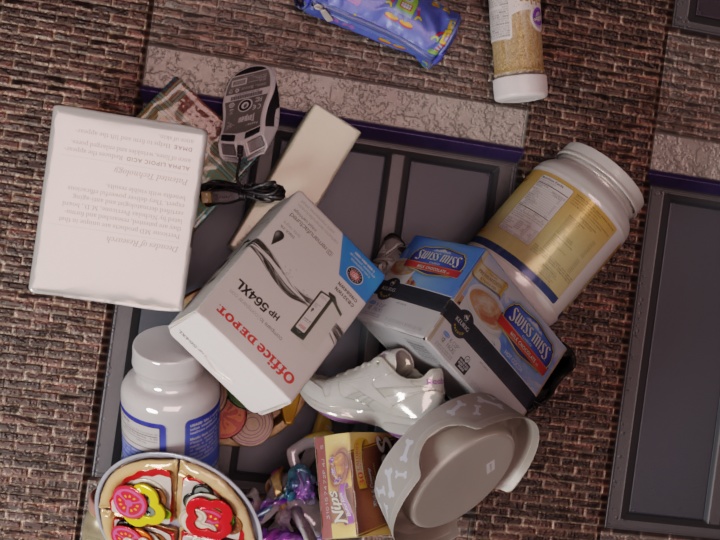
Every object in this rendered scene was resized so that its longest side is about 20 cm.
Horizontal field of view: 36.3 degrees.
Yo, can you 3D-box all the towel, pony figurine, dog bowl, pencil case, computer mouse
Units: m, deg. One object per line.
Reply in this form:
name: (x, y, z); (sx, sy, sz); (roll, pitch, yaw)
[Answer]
towel: (-0.238, -0.115, 1.327); (0.147, 0.022, 0.200); (43, 83, -9)
pony figurine: (-0.065, 0.294, 1.314); (0.200, 0.166, 0.193); (-37, 98, -30)
dog bowl: (0.102, 0.218, 1.212); (0.200, 0.200, 0.059); (-37, 55, -8)
pencil case: (0.022, -0.316, 1.342); (0.200, 0.078, 0.087); (23, 57, -10)
computer mouse: (-0.129, -0.157, 1.302); (0.109, 0.044, 0.200); (-8, 57, 24)

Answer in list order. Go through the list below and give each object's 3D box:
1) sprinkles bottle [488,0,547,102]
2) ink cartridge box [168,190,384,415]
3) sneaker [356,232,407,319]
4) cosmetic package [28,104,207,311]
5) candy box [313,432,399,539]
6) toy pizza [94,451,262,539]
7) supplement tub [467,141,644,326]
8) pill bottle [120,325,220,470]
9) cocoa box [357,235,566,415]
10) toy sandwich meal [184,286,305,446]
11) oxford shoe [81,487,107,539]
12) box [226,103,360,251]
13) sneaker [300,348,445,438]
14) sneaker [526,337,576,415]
sprinkles bottle: (0.195, -0.314, 1.381); (0.068, 0.068, 0.200); (-5, 91, -10)
ink cartridge box: (-0.089, 0.036, 1.210); (0.146, 0.084, 0.200); (45, 57, -13)
sneaker: (0.000, 0.000, 1.354); (0.200, 0.075, 0.116); (21, 82, -20)
cosmetic package: (-0.270, -0.065, 1.227); (0.165, 0.165, 0.200); (8, 90, -12)
candy box: (0.031, 0.252, 1.294); (0.200, 0.056, 0.117); (11, 70, -51)
toy pizza: (-0.208, 0.290, 1.231); (0.200, 0.032, 0.200); (6, 119, 11)
supplement tub: (0.239, -0.045, 1.355); (0.144, 0.144, 0.200); (43, 83, -8)
pill bottle: (-0.216, 0.168, 1.254); (0.112, 0.112, 0.200); (0, 117, -11)
cocoa box: (0.122, 0.074, 1.300); (0.131, 0.133, 0.200); (-53, 124, -16)
toy sandwich meal: (-0.145, 0.115, 1.323); (0.205, 0.070, 0.206); (0, 91, -11)
oxford shoe: (-0.235, 0.320, 1.321); (0.200, 0.071, 0.074); (20, 109, -8)
box: (-0.082, -0.097, 1.327); (0.068, 0.082, 0.200); (32, 87, -9)
sneaker: (0.017, 0.133, 1.275); (0.075, 0.200, 0.100); (3, 95, -55)
sneaker: (0.188, 0.155, 1.375); (0.200, 0.091, 0.076); (-47, 107, -5)
